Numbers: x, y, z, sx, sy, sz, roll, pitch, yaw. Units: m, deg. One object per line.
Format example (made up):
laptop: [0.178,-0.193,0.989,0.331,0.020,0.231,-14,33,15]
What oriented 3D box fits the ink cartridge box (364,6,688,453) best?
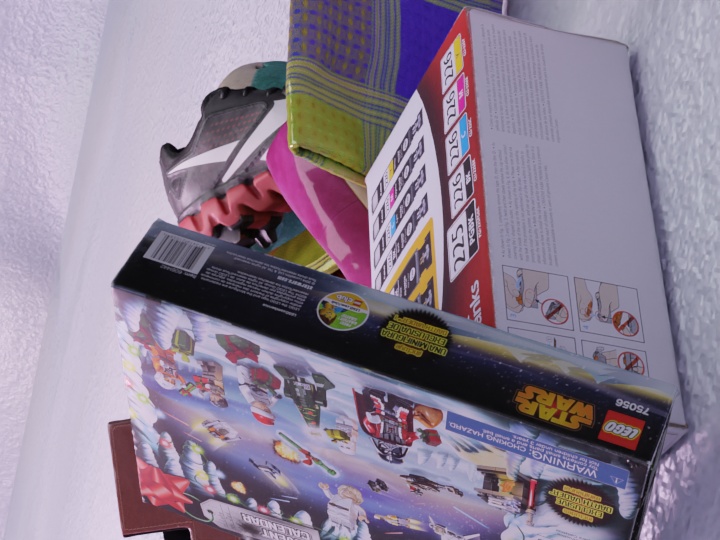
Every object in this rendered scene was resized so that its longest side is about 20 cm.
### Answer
ink cartridge box: [0.056,0.019,0.716,0.176,0.084,0.200,121,153,-50]

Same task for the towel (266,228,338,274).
towel: [-0.043,-0.007,0.968,0.200,0.018,0.086,-31,20,30]

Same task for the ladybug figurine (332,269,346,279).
ladybug figurine: [-0.017,0.062,0.953,0.200,0.072,0.136,-104,30,-55]

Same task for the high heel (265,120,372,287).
high heel: [0.000,0.000,0.857,0.096,0.067,0.200,-30,72,42]

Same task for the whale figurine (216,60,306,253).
whale figurine: [-0.043,-0.044,1.096,0.159,0.104,0.200,-63,-31,-67]

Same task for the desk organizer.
desk organizer: [-0.091,0.180,0.952,0.072,0.077,0.200,13,-112,-74]

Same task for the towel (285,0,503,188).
towel: [0.024,-0.136,0.834,0.023,0.144,0.200,-13,64,48]

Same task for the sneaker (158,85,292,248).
sneaker: [-0.043,-0.085,0.970,0.200,0.071,0.098,-31,76,20]

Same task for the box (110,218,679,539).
box: [0.008,0.067,0.599,0.137,0.200,0.040,90,-157,-48]
